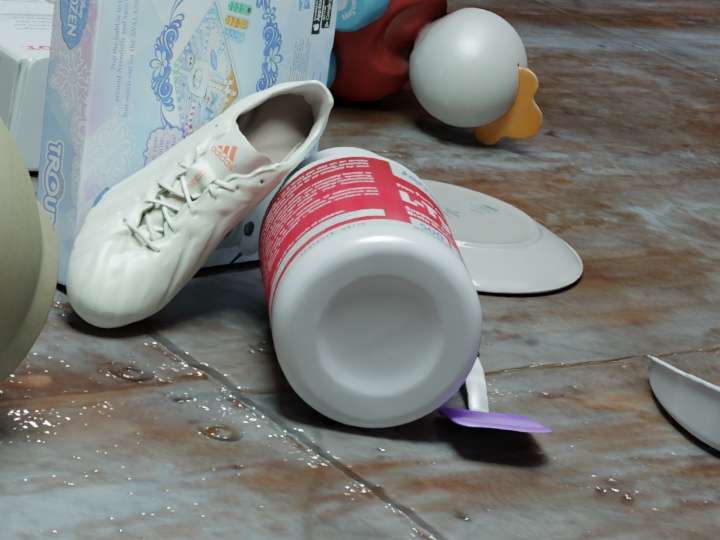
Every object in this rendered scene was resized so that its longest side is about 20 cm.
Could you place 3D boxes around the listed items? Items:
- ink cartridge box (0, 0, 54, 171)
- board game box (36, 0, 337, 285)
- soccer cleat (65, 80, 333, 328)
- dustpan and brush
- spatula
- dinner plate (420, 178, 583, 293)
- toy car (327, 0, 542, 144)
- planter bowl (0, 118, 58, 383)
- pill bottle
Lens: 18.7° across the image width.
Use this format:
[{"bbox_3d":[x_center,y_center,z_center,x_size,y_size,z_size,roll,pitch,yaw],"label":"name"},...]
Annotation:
[{"bbox_3d":[-0.226,-0.139,1.530,0.146,0.084,0.200,-2,24,-36],"label":"ink cartridge box"},{"bbox_3d":[-0.103,-0.100,1.315,0.043,0.200,0.199,19,18,38],"label":"board game box"},{"bbox_3d":[-0.092,-0.045,1.246,0.069,0.078,0.200,48,58,-6],"label":"soccer cleat"},{"bbox_3d":[0.234,0.081,1.231,0.139,0.057,0.200,14,19,2],"label":"dustpan and brush"},{"bbox_3d":[0.063,0.058,1.246,0.056,0.021,0.200,7,19,-12],"label":"spatula"},{"bbox_3d":[0.057,-0.031,1.502,0.200,0.024,0.200,12,18,-4],"label":"dinner plate"},{"bbox_3d":[0.060,-0.168,1.764,0.200,0.177,0.184,47,42,10],"label":"toy car"},{"bbox_3d":[-0.228,-0.009,1.031,0.200,0.200,0.135,30,-2,42],"label":"planter bowl"},{"bbox_3d":[0.000,0.000,1.232,0.112,0.112,0.200,9,19,-10],"label":"pill bottle"}]
